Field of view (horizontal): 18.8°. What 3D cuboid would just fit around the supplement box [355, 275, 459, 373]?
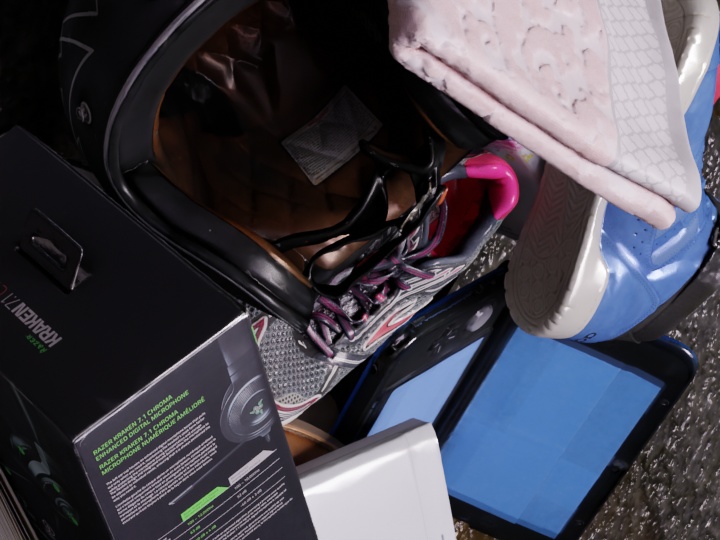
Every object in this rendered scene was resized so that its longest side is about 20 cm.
[{"bbox_3d":[-0.022,-0.032,1.193,0.109,0.061,0.200,-56,137,-10],"label":"supplement box"}]

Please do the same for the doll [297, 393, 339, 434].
[{"bbox_3d":[-0.072,0.050,1.167,0.136,0.049,0.200,-35,139,14],"label":"doll"}]

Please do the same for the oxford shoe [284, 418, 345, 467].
[{"bbox_3d":[-0.079,0.112,1.147,0.200,0.071,0.071,17,136,-33],"label":"oxford shoe"}]

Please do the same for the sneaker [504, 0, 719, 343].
[{"bbox_3d":[0.159,-0.052,1.140,0.111,0.077,0.200,8,109,-38],"label":"sneaker"}]

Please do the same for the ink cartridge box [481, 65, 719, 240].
[{"bbox_3d":[0.081,-0.131,1.195,0.145,0.144,0.200,-52,137,-16],"label":"ink cartridge box"}]

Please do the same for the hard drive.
[{"bbox_3d":[-0.035,0.172,1.133,0.200,0.026,0.132,-20,108,-31],"label":"hard drive"}]

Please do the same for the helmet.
[{"bbox_3d":[-0.044,-0.089,0.999,0.191,0.200,0.200,46,68,-6],"label":"helmet"}]

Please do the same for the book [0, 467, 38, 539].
[{"bbox_3d":[-0.219,0.066,0.978,0.048,0.133,0.200,-37,131,-24],"label":"book"}]

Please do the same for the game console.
[{"bbox_3d":[0.069,0.105,1.245,0.171,0.118,0.200,-28,154,-45],"label":"game console"}]

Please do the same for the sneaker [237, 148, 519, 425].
[{"bbox_3d":[0.000,0.000,1.110,0.200,0.075,0.081,-48,116,-27],"label":"sneaker"}]

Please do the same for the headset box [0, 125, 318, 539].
[{"bbox_3d":[-0.117,0.057,0.950,0.093,0.174,0.200,-37,139,-20],"label":"headset box"}]

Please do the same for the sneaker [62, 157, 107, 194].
[{"bbox_3d":[-0.170,-0.049,1.020,0.129,0.079,0.200,-33,128,-34],"label":"sneaker"}]

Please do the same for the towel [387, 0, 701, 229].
[{"bbox_3d":[0.079,-0.136,0.992,0.191,0.032,0.200,30,42,-35],"label":"towel"}]
